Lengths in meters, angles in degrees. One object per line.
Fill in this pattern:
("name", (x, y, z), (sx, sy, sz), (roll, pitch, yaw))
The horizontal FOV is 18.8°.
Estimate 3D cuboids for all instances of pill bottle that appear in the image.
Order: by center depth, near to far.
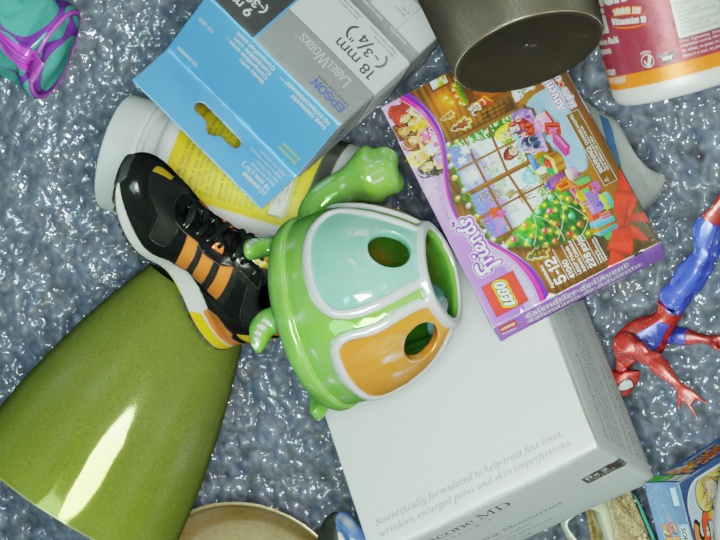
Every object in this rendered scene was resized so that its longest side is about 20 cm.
("pill bottle", (0.217, -0.231, 1.612), (0.109, 0.110, 0.200), (-13, 98, 16))
("pill bottle", (-0.101, -0.068, 1.721), (0.200, 0.114, 0.114), (17, 104, 10))

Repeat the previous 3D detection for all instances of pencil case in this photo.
("pencil case", (-0.325, -0.218, 1.757), (0.200, 0.092, 0.085), (29, 110, 6))

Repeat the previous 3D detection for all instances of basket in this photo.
("basket", (0.093, -0.242, 1.581), (0.180, 0.136, 0.200), (-39, 59, 45))

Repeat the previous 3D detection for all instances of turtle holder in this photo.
("turtle holder", (0.004, 0.011, 1.589), (0.132, 0.186, 0.141), (-19, 116, 21))

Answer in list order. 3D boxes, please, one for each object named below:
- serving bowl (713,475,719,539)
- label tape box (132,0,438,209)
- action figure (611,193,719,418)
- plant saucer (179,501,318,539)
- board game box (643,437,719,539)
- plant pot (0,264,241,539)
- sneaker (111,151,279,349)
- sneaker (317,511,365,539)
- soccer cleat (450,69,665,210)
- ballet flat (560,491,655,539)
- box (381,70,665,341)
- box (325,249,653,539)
("serving bowl", (0.328, 0.193, 1.642), (0.066, 0.200, 0.200), (-7, 101, 46))
("label tape box", (-0.051, -0.166, 1.655), (0.144, 0.063, 0.200), (45, 64, 2))
("action figure", (0.267, 0.031, 1.672), (0.099, 0.065, 0.200), (41, 108, 17))
("plant saucer", (-0.094, 0.286, 1.829), (0.200, 0.035, 0.201), (3, 102, 13))
("board game box", (0.292, 0.235, 1.674), (0.034, 0.135, 0.200), (-8, 101, 44))
("plant pot", (-0.182, 0.104, 1.756), (0.187, 0.187, 0.200), (33, 91, 6))
("sneaker", (-0.108, -0.020, 1.639), (0.090, 0.070, 0.200), (-7, 135, 27))
("sneaker", (0.051, 0.257, 1.767), (0.200, 0.079, 0.089), (41, 70, -12))
("soccer cleat", (0.152, -0.109, 1.681), (0.200, 0.086, 0.070), (49, 134, 23))
("ballet flat", (0.184, 0.174, 1.717), (0.065, 0.071, 0.200), (-21, 94, -15))
("box", (0.118, -0.066, 1.600), (0.137, 0.039, 0.200), (-28, 67, 3))
("box", (0.086, 0.102, 1.660), (0.199, 0.131, 0.200), (-27, 63, 18))
